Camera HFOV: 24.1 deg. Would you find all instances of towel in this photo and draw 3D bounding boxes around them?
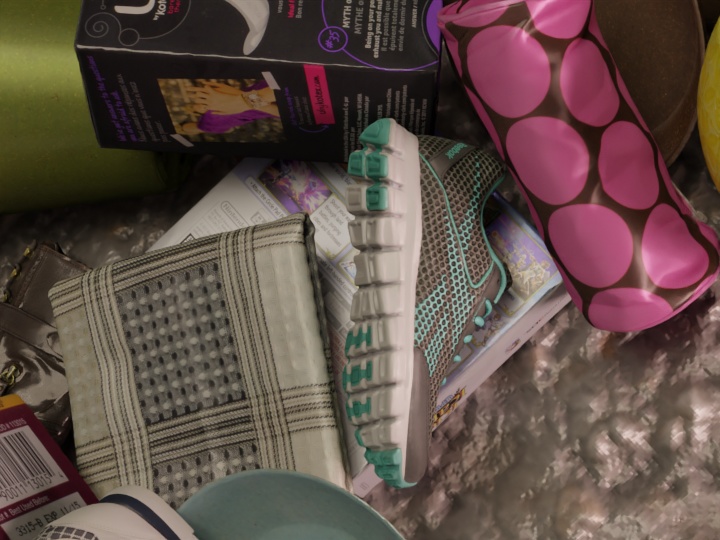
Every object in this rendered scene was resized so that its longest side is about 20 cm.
[{"bbox_3d":[-0.096,0.084,0.979,0.191,0.034,0.202,-14,82,27],"label":"towel"}]

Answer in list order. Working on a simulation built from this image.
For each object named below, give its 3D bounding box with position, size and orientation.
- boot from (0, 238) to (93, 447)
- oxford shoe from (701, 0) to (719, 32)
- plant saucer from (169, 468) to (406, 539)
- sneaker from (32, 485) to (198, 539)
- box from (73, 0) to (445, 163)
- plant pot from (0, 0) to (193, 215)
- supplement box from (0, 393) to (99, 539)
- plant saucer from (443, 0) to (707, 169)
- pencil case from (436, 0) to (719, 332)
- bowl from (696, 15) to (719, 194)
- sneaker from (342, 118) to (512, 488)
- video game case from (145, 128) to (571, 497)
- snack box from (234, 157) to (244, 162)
[{"bbox_3d":[-0.239,0.058,1.084,0.199,0.069,0.175,20,75,17],"label":"boot"},{"bbox_3d":[0.219,-0.238,1.024,0.084,0.073,0.201,-2,66,24],"label":"oxford shoe"},{"bbox_3d":[-0.028,0.201,0.913,0.200,0.039,0.203,5,101,28],"label":"plant saucer"},{"bbox_3d":[-0.088,0.194,0.877,0.199,0.080,0.077,32,111,20],"label":"sneaker"},{"bbox_3d":[-0.052,-0.140,0.966,0.198,0.106,0.123,5,63,1],"label":"box"},{"bbox_3d":[-0.207,-0.113,1.092,0.188,0.200,0.201,2,67,9],"label":"plant pot"},{"bbox_3d":[-0.263,0.176,0.962,0.200,0.131,0.103,-41,82,16],"label":"supplement box"},{"bbox_3d":[0.127,-0.143,0.976,0.037,0.201,0.200,-26,51,-35],"label":"plant saucer"},{"bbox_3d":[0.122,-0.071,0.910,0.093,0.201,0.091,-30,16,-8],"label":"pencil case"},{"bbox_3d":[0.255,-0.047,0.889,0.200,0.199,0.108,52,134,31],"label":"bowl"},{"bbox_3d":[0.042,0.019,0.927,0.091,0.078,0.202,2,91,-20],"label":"sneaker"},{"bbox_3d":[0.000,0.000,1.007,0.181,0.045,0.200,-43,68,1],"label":"video game case"},{"bbox_3d":[-0.011,-0.149,1.103,0.072,0.024,0.201,17,74,24],"label":"snack box"}]
